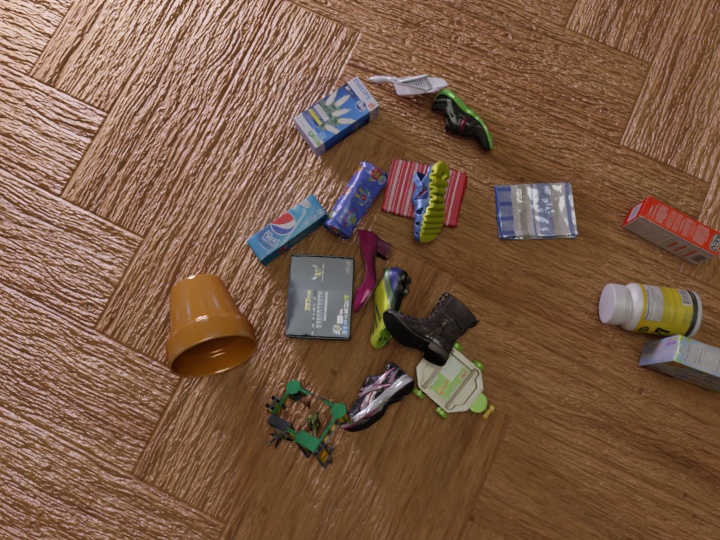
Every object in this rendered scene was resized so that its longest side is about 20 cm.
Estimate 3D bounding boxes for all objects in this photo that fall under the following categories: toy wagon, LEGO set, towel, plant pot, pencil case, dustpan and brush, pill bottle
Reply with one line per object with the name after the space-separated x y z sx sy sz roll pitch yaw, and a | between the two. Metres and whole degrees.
0.225 0.272 1.411 0.200 0.040 0.155 40 81 7 | toy wagon
-0.112 0.353 1.364 0.198 0.116 0.154 13 57 25 | LEGO set
0.440 -0.150 1.504 0.198 0.024 0.148 -2 78 0 | towel
-0.356 0.118 1.375 0.199 0.201 0.184 -21 63 -4 | plant pot
0.162 -0.195 1.514 0.198 0.022 0.146 13 81 4 | towel
-0.010 -0.170 1.481 0.087 0.078 0.201 38 78 -32 | pencil case
0.111 -0.482 1.541 0.198 0.139 0.058 1 114 31 | dustpan and brush
0.676 0.091 1.409 0.198 0.114 0.115 8 79 2 | pill bottle

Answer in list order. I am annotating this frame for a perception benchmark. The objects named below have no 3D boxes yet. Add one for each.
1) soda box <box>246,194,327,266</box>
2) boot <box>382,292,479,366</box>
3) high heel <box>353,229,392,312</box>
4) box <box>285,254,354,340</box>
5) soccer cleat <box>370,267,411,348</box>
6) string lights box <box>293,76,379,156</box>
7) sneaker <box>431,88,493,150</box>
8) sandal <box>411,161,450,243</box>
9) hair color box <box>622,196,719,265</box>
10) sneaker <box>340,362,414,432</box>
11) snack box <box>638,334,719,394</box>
-0.177 -0.098 1.470 0.199 0.068 0.064 -37 81 -7 | soda box
0.166 0.114 1.412 0.199 0.069 0.174 37 54 3 | boot
0.000 0.000 1.450 0.096 0.067 0.201 26 65 -5 | high heel
-0.096 0.065 1.446 0.156 0.051 0.202 3 79 2 | box
0.058 0.088 1.446 0.083 0.065 0.202 14 82 33 | soccer cleat
-0.060 -0.393 1.534 0.199 0.059 0.103 -36 79 -7 | string lights box
0.262 -0.374 1.534 0.200 0.077 0.084 46 107 7 | sneaker
0.161 -0.166 1.470 0.087 0.079 0.202 10 88 41 | sandal
0.755 -0.095 1.454 0.199 0.102 0.062 30 80 5 | hair color box
0.028 0.293 1.399 0.199 0.080 0.086 -35 58 -5 | sneaker
0.767 0.215 1.356 0.198 0.169 0.068 18 78 3 | snack box
